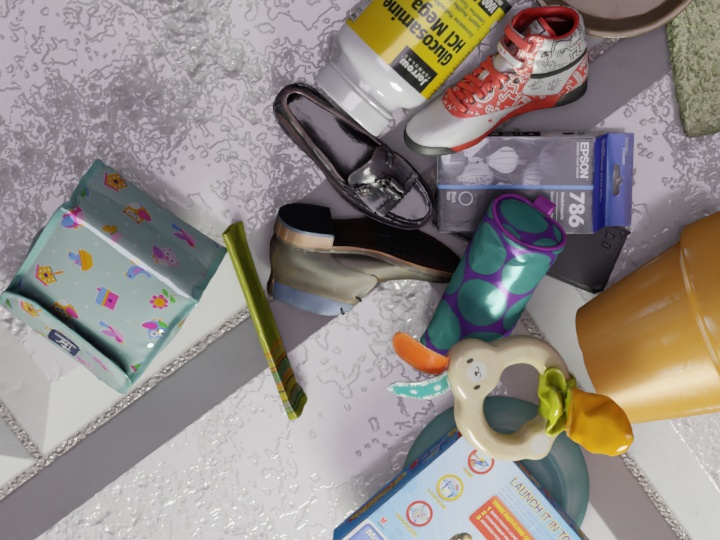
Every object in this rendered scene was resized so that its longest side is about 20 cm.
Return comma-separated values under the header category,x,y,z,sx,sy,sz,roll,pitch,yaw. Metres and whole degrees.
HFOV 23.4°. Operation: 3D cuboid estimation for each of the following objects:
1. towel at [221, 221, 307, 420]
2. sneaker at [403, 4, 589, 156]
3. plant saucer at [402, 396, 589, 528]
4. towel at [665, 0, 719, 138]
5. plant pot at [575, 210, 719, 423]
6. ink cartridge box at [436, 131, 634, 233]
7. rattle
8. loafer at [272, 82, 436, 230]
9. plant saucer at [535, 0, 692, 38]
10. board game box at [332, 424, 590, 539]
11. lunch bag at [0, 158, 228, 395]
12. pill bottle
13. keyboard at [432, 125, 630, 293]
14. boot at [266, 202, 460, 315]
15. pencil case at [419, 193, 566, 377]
category,x,y,z,sx,sy,sz,roll,pitch,yaw
towel,-0.096,0.050,1.753,0.018,0.086,0.201,-19,98,3
sneaker,0.130,-0.190,1.685,0.200,0.067,0.108,-22,142,-12
plant saucer,0.141,0.232,1.808,0.198,0.036,0.202,0,99,0
towel,0.376,-0.237,1.729,0.147,0.036,0.202,-6,99,3
plant pot,0.318,0.063,1.711,0.182,0.200,0.201,-22,99,20
ink cartridge box,0.174,-0.088,1.733,0.198,0.039,0.100,-1,103,3
rattle,0.135,0.125,1.649,0.199,0.143,0.130,29,107,-30
loafer,-0.008,-0.111,1.732,0.200,0.063,0.072,40,89,-1
plant saucer,0.250,-0.328,1.702,0.199,0.029,0.202,1,96,13
board game box,0.108,0.281,1.770,0.196,0.056,0.200,-40,97,6
lunch bag,-0.257,0.020,1.732,0.170,0.122,0.200,36,125,-8
pill bottle,0.052,-0.233,1.694,0.112,0.112,0.200,41,97,-6
keyboard,0.179,-0.068,1.767,0.199,0.021,0.128,23,104,-4
boot,0.000,0.000,1.768,0.199,0.075,0.097,15,122,-9
pencil case,0.128,0.023,1.718,0.085,0.092,0.201,37,127,16
